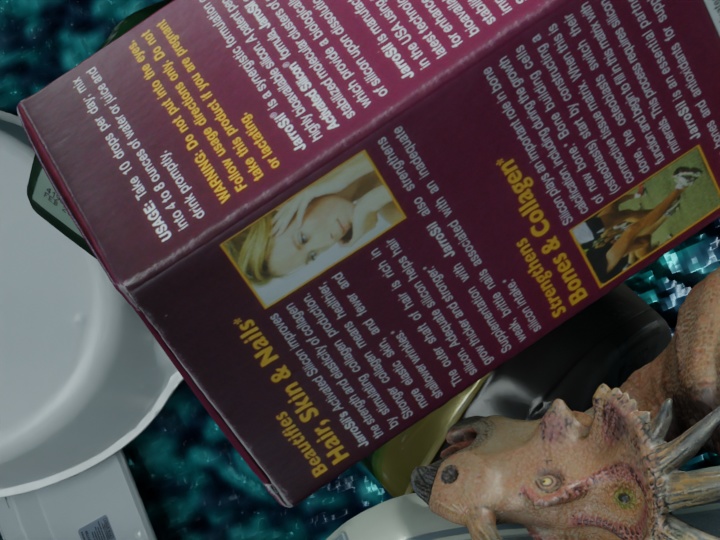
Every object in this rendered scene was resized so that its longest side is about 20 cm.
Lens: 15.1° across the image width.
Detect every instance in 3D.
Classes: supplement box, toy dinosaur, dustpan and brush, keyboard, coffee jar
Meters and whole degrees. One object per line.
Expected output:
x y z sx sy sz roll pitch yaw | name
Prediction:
0.025 -0.044 0.734 0.200 0.110 0.086 -34 47 0 | supplement box
0.125 0.031 0.724 0.200 0.136 0.086 -27 107 37 | toy dinosaur
-0.087 0.020 0.920 0.199 0.057 0.140 8 86 24 | dustpan and brush
-0.094 0.101 0.941 0.056 0.011 0.201 -28 75 19 | keyboard
0.000 0.000 0.851 0.200 0.104 0.085 38 114 12 | coffee jar

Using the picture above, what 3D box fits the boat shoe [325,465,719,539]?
0.079 0.105 0.788 0.070 0.200 0.072 -61 42 39 | boat shoe
